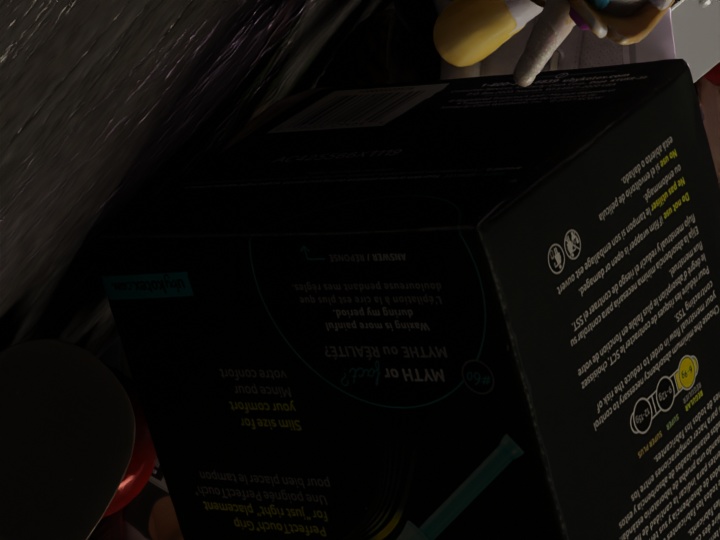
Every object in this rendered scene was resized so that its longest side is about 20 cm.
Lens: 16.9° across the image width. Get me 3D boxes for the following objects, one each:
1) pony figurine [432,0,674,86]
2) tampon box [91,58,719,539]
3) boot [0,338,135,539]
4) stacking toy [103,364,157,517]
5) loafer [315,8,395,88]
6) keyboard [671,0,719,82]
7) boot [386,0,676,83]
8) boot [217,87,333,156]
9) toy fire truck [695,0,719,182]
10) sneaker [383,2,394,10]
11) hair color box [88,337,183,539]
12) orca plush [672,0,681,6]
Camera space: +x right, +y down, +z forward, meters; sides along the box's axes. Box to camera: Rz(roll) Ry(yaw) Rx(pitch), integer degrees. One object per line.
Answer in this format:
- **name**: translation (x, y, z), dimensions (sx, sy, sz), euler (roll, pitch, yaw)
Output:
- **pony figurine**: translation (0.097, -0.127, 0.715), dimensions (0.193, 0.167, 0.200), euler (-42, -167, -2)
- **tampon box**: translation (0.034, 0.055, 0.741), dimensions (0.149, 0.201, 0.126), euler (0, -156, 38)
- **boot**: translation (-0.137, 0.110, 0.686), dimensions (0.200, 0.074, 0.075), euler (-53, -171, -17)
- **stacking toy**: translation (-0.134, 0.115, 0.788), dimensions (0.201, 0.085, 0.085), euler (-57, 180, -14)
- **loafer**: translation (-0.011, -0.010, 0.962), dimensions (0.200, 0.068, 0.076), euler (-53, -151, 31)
- **keyboard**: translation (0.099, -0.075, 1.005), dimensions (0.200, 0.056, 0.011), euler (-40, -140, 14)
- **boot**: translation (0.057, -0.112, 0.874), dimensions (0.074, 0.095, 0.201), euler (115, -21, -51)
- **boot**: translation (0.000, 0.000, 0.866), dimensions (0.200, 0.070, 0.147), euler (-45, 135, -38)
- **toy fire truck**: translation (0.144, -0.109, 1.072), dimensions (0.129, 0.200, 0.176), euler (-50, 179, -16)
- **sneaker**: translation (0.026, -0.082, 1.016), dimensions (0.088, 0.075, 0.200), euler (-36, 164, -30)
- **hair color box**: translation (-0.066, 0.126, 0.855), dimensions (0.061, 0.099, 0.201), euler (-41, -149, 23)
- **orca plush**: translation (0.138, -0.205, 0.937), dimensions (0.201, 0.105, 0.071), euler (-57, 153, 0)
